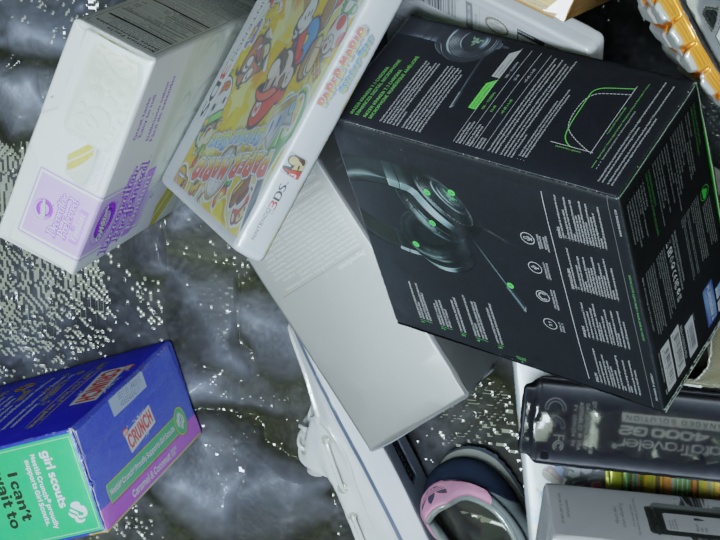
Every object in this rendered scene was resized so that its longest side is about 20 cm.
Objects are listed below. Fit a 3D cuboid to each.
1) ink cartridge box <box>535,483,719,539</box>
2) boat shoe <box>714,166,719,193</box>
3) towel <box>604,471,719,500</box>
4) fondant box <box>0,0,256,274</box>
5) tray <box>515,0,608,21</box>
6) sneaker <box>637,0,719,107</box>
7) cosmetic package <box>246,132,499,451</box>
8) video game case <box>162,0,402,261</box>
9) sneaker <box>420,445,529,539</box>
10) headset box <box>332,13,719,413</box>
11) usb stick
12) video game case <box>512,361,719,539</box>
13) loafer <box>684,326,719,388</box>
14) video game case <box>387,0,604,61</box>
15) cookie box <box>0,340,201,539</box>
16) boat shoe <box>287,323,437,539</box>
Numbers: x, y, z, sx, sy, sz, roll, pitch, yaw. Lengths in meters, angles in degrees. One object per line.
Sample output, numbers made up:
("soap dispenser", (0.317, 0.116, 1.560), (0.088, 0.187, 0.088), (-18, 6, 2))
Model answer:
("ink cartridge box", (0.202, 0.202, 1.235), (0.198, 0.068, 0.117), (6, 113, -2))
("boat shoe", (0.129, -0.084, 1.258), (0.199, 0.072, 0.066), (32, 76, 26))
("towel", (0.249, 0.135, 1.265), (0.198, 0.018, 0.087), (-1, 95, 2))
("fondant box", (-0.136, -0.095, 1.270), (0.058, 0.200, 0.145), (28, 112, 10))
("tray", (0.096, -0.183, 1.168), (0.098, 0.200, 0.037), (26, 106, 10))
("sneaker", (0.177, -0.166, 1.085), (0.077, 0.078, 0.201), (-31, 104, 2))
("cosmetic package", (0.000, 0.000, 1.302), (0.090, 0.107, 0.201), (-28, 92, 23))
("video game case", (-0.045, -0.109, 1.179), (0.023, 0.200, 0.183), (27, 94, -21))
("sneaker", (0.109, 0.208, 1.331), (0.200, 0.082, 0.070), (46, 115, 2))
("headset box", (0.092, -0.034, 1.153), (0.199, 0.093, 0.175), (17, 145, 32))
("usb stick", (0.195, 0.099, 1.244), (0.198, 0.033, 0.056), (6, 98, 1))
("video game case", (0.173, 0.135, 1.286), (0.142, 0.018, 0.202), (-6, 94, -1))
("loafer", (0.213, 0.038, 1.237), (0.198, 0.068, 0.076), (-5, 95, 0))
("video game case", (0.077, -0.094, 1.213), (0.143, 0.018, 0.201), (30, 150, 24))
("cookie box", (-0.230, 0.128, 1.377), (0.198, 0.171, 0.076), (-15, 102, 22))
("boat shoe", (-0.010, 0.113, 1.352), (0.065, 0.074, 0.201), (-23, 95, 18))
